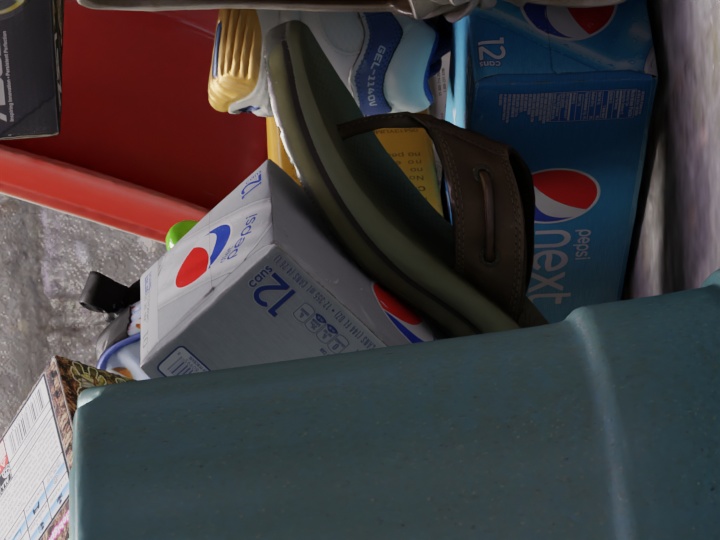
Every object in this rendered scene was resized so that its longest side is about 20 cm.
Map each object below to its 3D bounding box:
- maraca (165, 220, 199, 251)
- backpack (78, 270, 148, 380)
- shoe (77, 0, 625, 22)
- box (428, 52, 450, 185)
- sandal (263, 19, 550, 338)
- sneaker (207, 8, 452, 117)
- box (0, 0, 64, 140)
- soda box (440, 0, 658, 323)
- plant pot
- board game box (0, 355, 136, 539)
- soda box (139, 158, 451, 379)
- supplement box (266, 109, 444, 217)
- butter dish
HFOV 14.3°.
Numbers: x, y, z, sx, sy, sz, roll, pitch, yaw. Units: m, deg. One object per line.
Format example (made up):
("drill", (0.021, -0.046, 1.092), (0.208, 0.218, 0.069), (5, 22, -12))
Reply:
("maraca", (0.002, 0.047, 1.160), (0.200, 0.137, 0.107), (49, 139, 12))
("backpack", (-0.009, 0.073, 1.288), (0.154, 0.189, 0.201), (-138, 27, -74))
("shoe", (0.001, -0.102, 0.928), (0.070, 0.199, 0.054), (67, -149, -71))
("box", (0.036, -0.080, 1.278), (0.200, 0.060, 0.118), (-9, -86, -85))
("sandal", (0.041, -0.010, 0.952), (0.201, 0.057, 0.080), (46, -166, -9))
("sneaker", (-0.002, -0.100, 1.095), (0.200, 0.088, 0.076), (-77, -5, -64))
("box", (-0.130, -0.171, 1.001), (0.162, 0.049, 0.201), (-101, 9, -54))
("soda box", (0.064, -0.035, 1.040), (0.200, 0.064, 0.068), (93, 174, -56))
("plant pot", (0.018, 0.104, 0.822), (0.200, 0.195, 0.202), (177, 90, -87))
("board game box", (-0.101, 0.165, 1.134), (0.160, 0.096, 0.201), (-54, 34, 27))
("soda box", (0.017, 0.059, 0.950), (0.200, 0.063, 0.068), (43, -164, -22))
("supplement box", (0.000, 0.000, 1.080), (0.201, 0.068, 0.067), (-93, 2, -52))
("butter dish", (-0.107, -0.098, 1.319), (0.200, 0.198, 0.149), (-141, 69, -82))
